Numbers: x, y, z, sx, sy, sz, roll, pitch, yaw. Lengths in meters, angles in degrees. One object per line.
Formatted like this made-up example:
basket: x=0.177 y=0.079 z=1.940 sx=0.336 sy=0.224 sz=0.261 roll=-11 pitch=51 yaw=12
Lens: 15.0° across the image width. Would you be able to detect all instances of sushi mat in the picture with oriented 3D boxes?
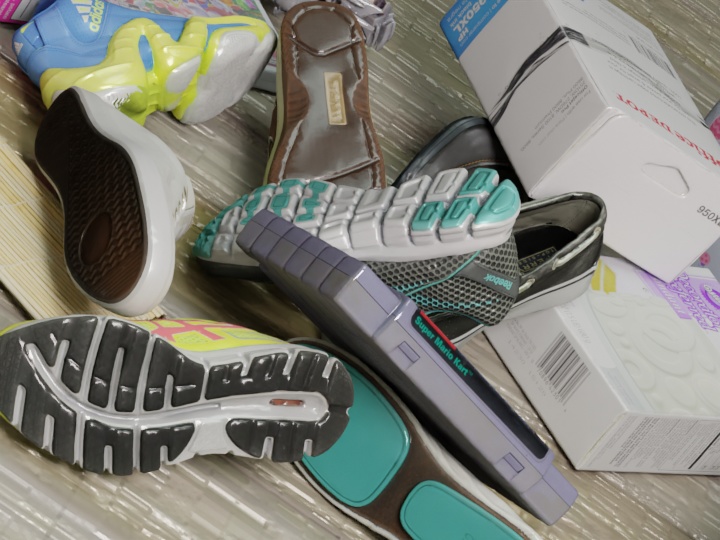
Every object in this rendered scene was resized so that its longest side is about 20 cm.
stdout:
sushi mat: x=-0.196 y=-0.036 z=1.487 sx=0.200 sy=0.012 sz=0.096 roll=47 pitch=30 yaw=16

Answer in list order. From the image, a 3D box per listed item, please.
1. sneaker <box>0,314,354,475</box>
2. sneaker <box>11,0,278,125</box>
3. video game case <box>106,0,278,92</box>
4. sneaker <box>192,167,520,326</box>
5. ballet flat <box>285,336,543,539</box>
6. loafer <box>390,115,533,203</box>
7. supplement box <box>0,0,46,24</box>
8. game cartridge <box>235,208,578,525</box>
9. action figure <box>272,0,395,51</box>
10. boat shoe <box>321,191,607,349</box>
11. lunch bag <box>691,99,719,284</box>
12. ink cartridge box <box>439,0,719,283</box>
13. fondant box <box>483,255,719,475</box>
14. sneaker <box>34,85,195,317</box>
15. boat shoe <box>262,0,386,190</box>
sneaker: x=-0.109 y=0.059 z=1.400 sx=0.199 sy=0.078 sz=0.090 roll=10 pitch=9 yaw=-29
sneaker: x=-0.133 y=-0.140 z=1.648 sx=0.105 sy=0.076 sz=0.200 roll=44 pitch=30 yaw=14
video game case: x=-0.132 y=-0.199 z=1.798 sx=0.143 sy=0.018 sz=0.200 roll=11 pitch=38 yaw=-39
sneaker: x=0.000 y=0.000 z=1.540 sx=0.199 sy=0.091 sz=0.078 roll=-1 pitch=33 yaw=25
ballet flat: x=0.027 y=0.114 z=1.474 sx=0.200 sy=0.070 sz=0.069 roll=41 pitch=28 yaw=16
loafer: x=0.082 y=-0.056 z=1.776 sx=0.072 sy=0.073 sz=0.200 roll=48 pitch=31 yaw=13
supplement box: x=-0.236 y=-0.218 z=1.621 sx=0.200 sy=0.103 sz=0.101 roll=4 pitch=41 yaw=-48
game cartridge: x=0.028 y=0.051 z=1.467 sx=0.200 sy=0.038 sz=0.130 roll=47 pitch=-13 yaw=-31
action figure: x=-0.020 y=-0.212 z=1.899 sx=0.130 sy=0.069 sz=0.200 roll=44 pitch=32 yaw=-2
boat shoe: x=0.063 y=0.000 z=1.616 sx=0.200 sy=0.064 sz=0.071 roll=-23 pitch=57 yaw=-33
lunch bag: x=0.300 y=-0.020 z=1.864 sx=0.127 sy=0.170 sz=0.200 roll=0 pitch=46 yaw=-51
ink cartridge box: x=0.152 y=-0.105 z=1.785 sx=0.144 sy=0.084 sz=0.200 roll=29 pitch=24 yaw=-35
fondant box: x=0.181 y=0.059 z=1.730 sx=0.200 sy=0.058 sz=0.144 roll=7 pitch=40 yaw=-45
sneaker: x=-0.116 y=-0.033 z=1.478 sx=0.085 sy=0.073 sz=0.200 roll=28 pitch=20 yaw=-29
boat shoe: x=-0.023 y=-0.063 z=1.662 sx=0.074 sy=0.075 sz=0.203 roll=8 pitch=58 yaw=-6
